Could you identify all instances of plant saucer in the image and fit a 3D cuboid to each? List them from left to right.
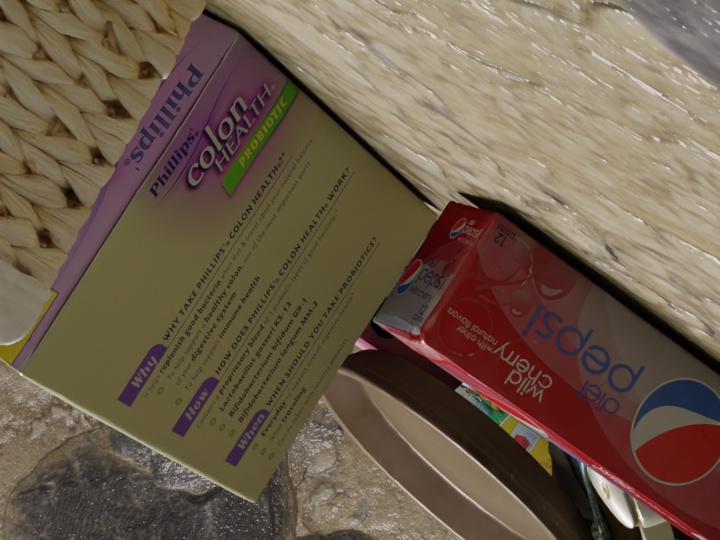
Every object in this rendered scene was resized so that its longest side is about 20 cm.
[{"bbox_3d":[0.056,0.111,1.063,0.200,0.029,0.200,40,166,12],"label":"plant saucer"}]

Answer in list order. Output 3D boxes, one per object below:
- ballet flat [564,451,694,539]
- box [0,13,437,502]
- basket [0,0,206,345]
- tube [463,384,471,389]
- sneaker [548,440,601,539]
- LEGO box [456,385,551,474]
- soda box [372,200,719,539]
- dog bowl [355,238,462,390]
[{"bbox_3d":[0.152,0.124,0.991,0.074,0.074,0.200,29,149,50],"label":"ballet flat"},{"bbox_3d":[-0.085,-0.011,0.919,0.097,0.176,0.200,30,175,36],"label":"box"},{"bbox_3d":[-0.179,-0.108,0.618,0.198,0.161,0.200,29,174,46],"label":"basket"},{"bbox_3d":[0.025,0.021,1.240,0.199,0.078,0.050,29,-162,18],"label":"tube"},{"bbox_3d":[0.141,0.136,1.106,0.070,0.080,0.200,37,177,24],"label":"sneaker"},{"bbox_3d":[0.159,0.124,1.310,0.200,0.077,0.149,31,176,33],"label":"LEGO box"},{"bbox_3d":[0.109,0.051,0.880,0.200,0.070,0.063,34,177,-18],"label":"soda box"},{"bbox_3d":[0.000,0.000,1.123,0.200,0.074,0.200,33,176,2],"label":"dog bowl"}]
